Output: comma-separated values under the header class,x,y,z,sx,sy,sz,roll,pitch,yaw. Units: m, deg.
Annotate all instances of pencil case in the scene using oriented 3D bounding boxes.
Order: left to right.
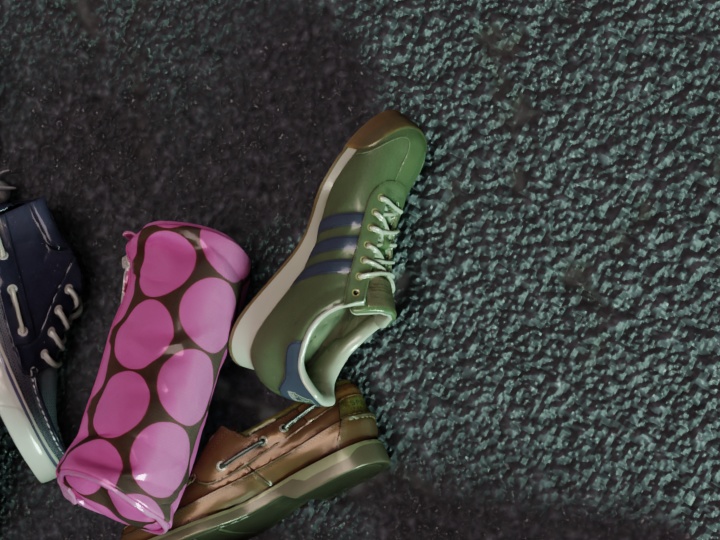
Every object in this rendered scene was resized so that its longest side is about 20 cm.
class,x,y,z,sx,sy,sz,roll,pitch,yaw
pencil case,-0.141,0.069,1.354,0.093,0.091,0.201,14,69,6

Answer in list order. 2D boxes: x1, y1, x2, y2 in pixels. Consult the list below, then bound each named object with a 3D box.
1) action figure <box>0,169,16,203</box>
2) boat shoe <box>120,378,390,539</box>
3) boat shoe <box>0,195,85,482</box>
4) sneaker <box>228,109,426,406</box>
class,x,y,z,sx,sy,sz,roll,pitch,yaw
action figure,-0.342,-0.055,1.489,0.199,0.069,0.131,0,75,17
boat shoe,-0.078,0.139,1.373,0.199,0.072,0.068,-25,73,9
boat shoe,-0.227,0.043,1.435,0.092,0.075,0.201,-23,96,-7
sneaker,0.000,0.000,1.332,0.090,0.067,0.201,37,96,39
